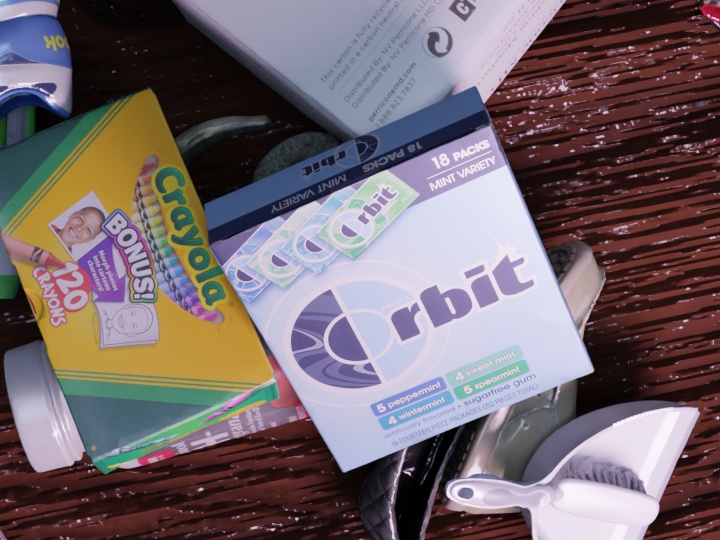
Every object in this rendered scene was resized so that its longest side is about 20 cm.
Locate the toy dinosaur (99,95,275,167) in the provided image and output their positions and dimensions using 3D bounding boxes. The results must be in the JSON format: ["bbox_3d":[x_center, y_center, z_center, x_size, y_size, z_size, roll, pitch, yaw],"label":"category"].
[{"bbox_3d":[-0.159,-0.066,1.064,0.200,0.047,0.088,-42,114,-6],"label":"toy dinosaur"}]

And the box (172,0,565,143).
[{"bbox_3d":[0.010,-0.190,0.979,0.200,0.131,0.199,38,91,8],"label":"box"}]

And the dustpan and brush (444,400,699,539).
[{"bbox_3d":[0.130,0.142,1.025,0.199,0.057,0.140,13,107,-26],"label":"dustpan and brush"}]

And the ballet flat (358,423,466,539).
[{"bbox_3d":[0.054,0.097,1.045,0.066,0.057,0.201,3,117,-38],"label":"ballet flat"}]

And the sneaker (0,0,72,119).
[{"bbox_3d":[-0.265,-0.102,0.960,0.199,0.074,0.083,-20,95,-7],"label":"sneaker"}]

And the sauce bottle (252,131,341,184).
[{"bbox_3d":[0.000,0.000,1.025,0.065,0.065,0.200,-34,130,-4],"label":"sauce bottle"}]

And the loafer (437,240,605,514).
[{"bbox_3d":[0.118,0.076,1.073,0.068,0.076,0.201,22,101,-14],"label":"loafer"}]

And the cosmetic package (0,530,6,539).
[{"bbox_3d":[-0.320,0.229,1.033,0.199,0.090,0.107,-35,92,-7],"label":"cosmetic package"}]

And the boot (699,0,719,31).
[{"bbox_3d":[0.277,-0.240,1.086,0.199,0.073,0.151,31,88,-9],"label":"boot"}]

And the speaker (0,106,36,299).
[{"bbox_3d":[-0.258,-0.083,1.040,0.088,0.088,0.202,2,90,-4],"label":"speaker"}]

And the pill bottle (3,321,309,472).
[{"bbox_3d":[-0.123,0.064,1.035,0.199,0.111,0.112,-16,91,-4],"label":"pill bottle"}]

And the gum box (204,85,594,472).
[{"bbox_3d":[0.027,0.012,0.935,0.169,0.045,0.201,-23,129,7],"label":"gum box"}]

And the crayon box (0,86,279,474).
[{"bbox_3d":[-0.140,0.006,0.961,0.118,0.058,0.201,-23,77,-7],"label":"crayon box"}]
